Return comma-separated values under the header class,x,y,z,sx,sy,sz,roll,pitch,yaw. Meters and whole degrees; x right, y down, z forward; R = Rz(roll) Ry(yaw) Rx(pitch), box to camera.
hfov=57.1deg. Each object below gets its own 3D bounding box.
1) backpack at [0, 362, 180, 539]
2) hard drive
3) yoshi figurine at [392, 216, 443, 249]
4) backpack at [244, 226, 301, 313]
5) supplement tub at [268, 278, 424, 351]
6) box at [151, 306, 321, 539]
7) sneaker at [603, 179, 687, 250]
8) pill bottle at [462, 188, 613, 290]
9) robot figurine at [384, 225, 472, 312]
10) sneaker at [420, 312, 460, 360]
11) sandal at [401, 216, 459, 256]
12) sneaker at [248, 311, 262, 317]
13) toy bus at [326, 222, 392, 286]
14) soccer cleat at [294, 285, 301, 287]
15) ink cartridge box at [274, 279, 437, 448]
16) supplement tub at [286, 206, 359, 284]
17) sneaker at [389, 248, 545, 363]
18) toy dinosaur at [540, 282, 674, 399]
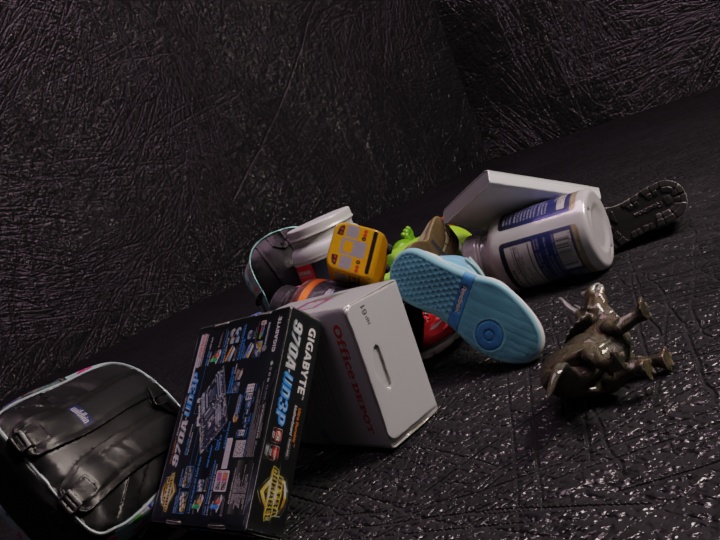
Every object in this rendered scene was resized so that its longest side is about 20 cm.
class,x,y,z,sx,sy,sz,roll,pitch,yaw
backpack,-0.277,0.200,0.699,0.152,0.177,0.200,-52,-8,29
hard drive,0.239,-0.097,0.991,0.195,0.027,0.132,5,-23,-22
yoshi figurine,0.132,-0.042,1.345,0.197,0.114,0.112,-30,17,-25
backpack,-0.138,0.025,1.330,0.173,0.203,0.153,-27,-6,-21
supplement tub,-0.024,0.071,0.847,0.196,0.110,0.106,10,25,31
box,-0.120,0.146,0.641,0.157,0.205,0.046,-16,-34,42
sneaker,0.385,-0.065,0.989,0.196,0.078,0.087,-19,-11,24
pill bottle,0.250,-0.035,0.953,0.197,0.114,0.111,-16,10,37
robot figurine,0.116,0.001,1.075,0.196,0.118,0.175,-25,15,-17
sneaker,0.057,0.075,0.887,0.196,0.087,0.077,-19,10,28
sandal,0.091,-0.013,0.958,0.054,0.081,0.201,-33,11,34
sneaker,-0.153,0.116,0.916,0.076,0.072,0.200,-18,18,-12
toy bus,0.000,0.000,0.912,0.076,0.067,0.200,13,-13,4
soccer cleat,-0.042,0.062,1.004,0.196,0.072,0.086,-2,17,-39
ink cartridge box,-0.027,0.105,0.721,0.084,0.148,0.198,-24,7,-40
supplement tub,-0.039,0.005,1.177,0.137,0.204,0.140,-22,8,3
sneaker,0.141,0.034,0.780,0.129,0.198,0.081,1,-61,-59
toy dinosaur,0.202,0.080,0.578,0.102,0.078,0.199,-31,5,47
